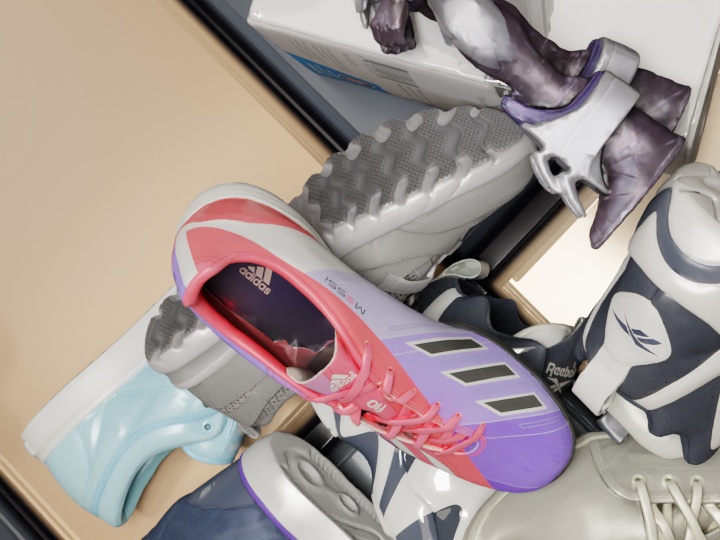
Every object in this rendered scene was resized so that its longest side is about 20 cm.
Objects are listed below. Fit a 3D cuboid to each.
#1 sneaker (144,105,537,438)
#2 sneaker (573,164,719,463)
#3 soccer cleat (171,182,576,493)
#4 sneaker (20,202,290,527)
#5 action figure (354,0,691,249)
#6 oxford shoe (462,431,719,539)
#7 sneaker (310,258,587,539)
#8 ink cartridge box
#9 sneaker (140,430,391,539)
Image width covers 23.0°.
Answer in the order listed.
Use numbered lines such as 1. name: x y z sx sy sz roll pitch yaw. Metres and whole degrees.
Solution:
1. sneaker: 0.000 0.000 0.801 0.199 0.075 0.082 -33 120 15
2. sneaker: 0.157 0.020 0.775 0.079 0.199 0.130 43 117 17
3. soccer cleat: 0.006 0.042 0.732 0.199 0.073 0.068 36 111 -13
4. sneaker: -0.072 0.048 0.869 0.200 0.074 0.082 -42 85 16
5. action figure: 0.036 -0.101 0.679 0.200 0.130 0.069 39 102 -3
6. oxford shoe: 0.139 0.106 0.791 0.199 0.058 0.076 -14 100 -15
7. sneaker: 0.071 0.084 0.831 0.129 0.079 0.200 -36 71 15
8. ink cartridge box: 0.066 -0.114 0.809 0.199 0.145 0.084 17 90 11
9. sneaker: -0.028 0.191 0.853 0.146 0.081 0.200 -44 87 17
